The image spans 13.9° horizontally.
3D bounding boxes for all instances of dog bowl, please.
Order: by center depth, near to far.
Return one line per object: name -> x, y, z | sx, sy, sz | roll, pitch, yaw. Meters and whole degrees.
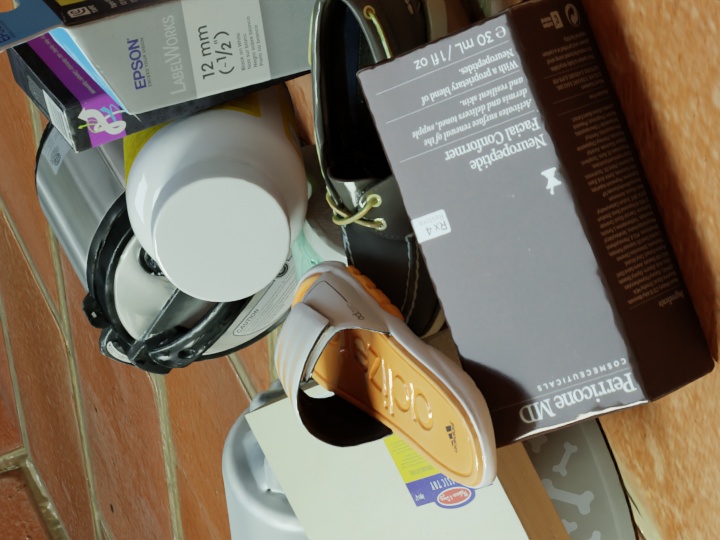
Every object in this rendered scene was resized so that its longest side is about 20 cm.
dog bowl -> 0.093, 0.127, 1.721 | 0.200, 0.059, 0.200 | 159, 90, -76

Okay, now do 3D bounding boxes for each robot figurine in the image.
robot figurine -> -0.028, 0.150, 1.870 | 0.200, 0.113, 0.170 | 87, 172, -53

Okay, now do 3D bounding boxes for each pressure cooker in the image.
pressure cooker -> -0.124, -0.033, 2.070 | 0.200, 0.178, 0.176 | -124, 23, -47

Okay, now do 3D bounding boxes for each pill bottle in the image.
pill bottle -> -0.089, -0.059, 1.805 | 0.200, 0.111, 0.111 | -102, -1, -66

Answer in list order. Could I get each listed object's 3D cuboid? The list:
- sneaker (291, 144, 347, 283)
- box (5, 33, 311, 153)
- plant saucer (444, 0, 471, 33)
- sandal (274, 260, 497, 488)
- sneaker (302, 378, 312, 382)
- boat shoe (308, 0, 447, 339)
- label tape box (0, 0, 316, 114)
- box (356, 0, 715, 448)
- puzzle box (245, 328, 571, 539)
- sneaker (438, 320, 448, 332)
sneaker -> 0.000, 0.000, 1.853 | 0.200, 0.074, 0.118 | -121, 21, -70
box -> -0.104, -0.138, 1.805 | 0.143, 0.200, 0.036 | -134, 27, -60
plant saucer -> 0.035, -0.109, 1.671 | 0.200, 0.032, 0.201 | 161, 90, -75
sandal -> -0.002, 0.055, 1.482 | 0.207, 0.059, 0.079 | 34, 135, 57
sneaker -> 0.010, 0.074, 1.942 | 0.200, 0.067, 0.090 | 28, 140, 59
boat shoe -> 0.007, -0.056, 1.519 | 0.072, 0.061, 0.202 | 11, 111, 42
label tape box -> -0.120, -0.140, 1.621 | 0.143, 0.200, 0.066 | -136, 33, -60
box -> 0.084, -0.024, 1.433 | 0.100, 0.075, 0.200 | -21, 92, 36
puzzle box -> 0.023, 0.112, 1.588 | 0.200, 0.025, 0.133 | -23, 94, 56
sneaker -> 0.090, 0.016, 1.562 | 0.200, 0.098, 0.071 | -35, 61, 52
